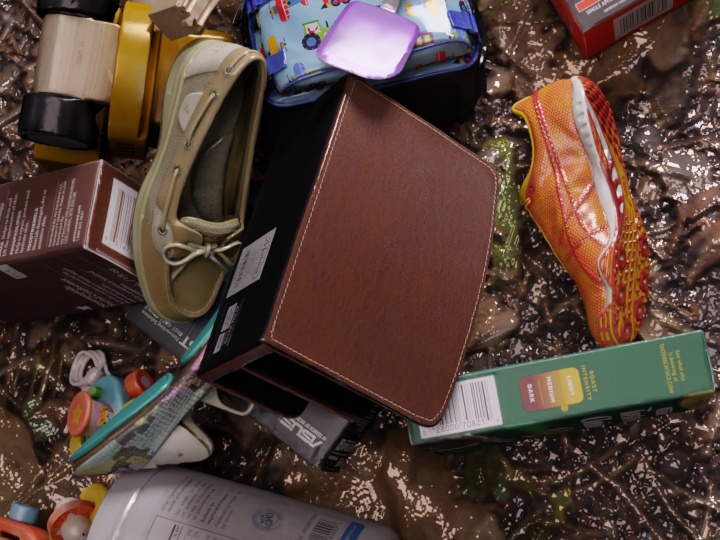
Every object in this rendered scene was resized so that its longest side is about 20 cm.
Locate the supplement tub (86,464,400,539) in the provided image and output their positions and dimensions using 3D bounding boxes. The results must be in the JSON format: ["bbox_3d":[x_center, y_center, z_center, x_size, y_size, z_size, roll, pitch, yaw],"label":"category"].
[{"bbox_3d":[-0.080,0.218,0.833,0.198,0.132,0.133,12,83,17],"label":"supplement tub"}]

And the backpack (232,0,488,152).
[{"bbox_3d":[-0.007,-0.208,0.885,0.181,0.135,0.202,-10,71,0],"label":"backpack"}]

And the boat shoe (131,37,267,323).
[{"bbox_3d":[-0.106,-0.056,0.824,0.063,0.073,0.202,23,104,46],"label":"boat shoe"}]

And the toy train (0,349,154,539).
[{"bbox_3d":[-0.231,0.155,0.897,0.150,0.056,0.201,12,79,41],"label":"toy train"}]

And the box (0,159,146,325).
[{"bbox_3d":[-0.240,-0.016,0.896,0.199,0.100,0.076,-8,64,32],"label":"box"}]

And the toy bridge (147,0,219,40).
[{"bbox_3d":[-0.083,-0.243,0.840,0.067,0.027,0.201,-8,49,41],"label":"toy bridge"}]

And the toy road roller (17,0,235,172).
[{"bbox_3d":[-0.173,-0.135,0.904,0.145,0.200,0.124,8,85,-10],"label":"toy road roller"}]

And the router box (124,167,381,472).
[{"bbox_3d":[-0.055,0.032,0.895,0.199,0.062,0.150,35,91,17],"label":"router box"}]

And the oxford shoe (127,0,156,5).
[{"bbox_3d":[-0.192,-0.286,0.980,0.070,0.074,0.201,-27,75,8],"label":"oxford shoe"}]

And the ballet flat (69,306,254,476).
[{"bbox_3d":[-0.112,0.085,0.832,0.071,0.069,0.200,44,86,-9],"label":"ballet flat"}]

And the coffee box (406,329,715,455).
[{"bbox_3d":[0.136,0.086,0.808,0.198,0.123,0.044,-12,76,10],"label":"coffee box"}]

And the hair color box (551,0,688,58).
[{"bbox_3d":[0.164,-0.274,0.897,0.101,0.061,0.201,-29,74,7],"label":"hair color box"}]

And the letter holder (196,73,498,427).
[{"bbox_3d":[0.000,0.000,0.795,0.142,0.100,0.201,28,61,-22],"label":"letter holder"}]

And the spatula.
[{"bbox_3d":[0.033,-0.209,0.800,0.056,0.021,0.201,22,71,7],"label":"spatula"}]

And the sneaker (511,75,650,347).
[{"bbox_3d":[0.159,-0.038,0.862,0.077,0.073,0.202,-20,71,32],"label":"sneaker"}]
